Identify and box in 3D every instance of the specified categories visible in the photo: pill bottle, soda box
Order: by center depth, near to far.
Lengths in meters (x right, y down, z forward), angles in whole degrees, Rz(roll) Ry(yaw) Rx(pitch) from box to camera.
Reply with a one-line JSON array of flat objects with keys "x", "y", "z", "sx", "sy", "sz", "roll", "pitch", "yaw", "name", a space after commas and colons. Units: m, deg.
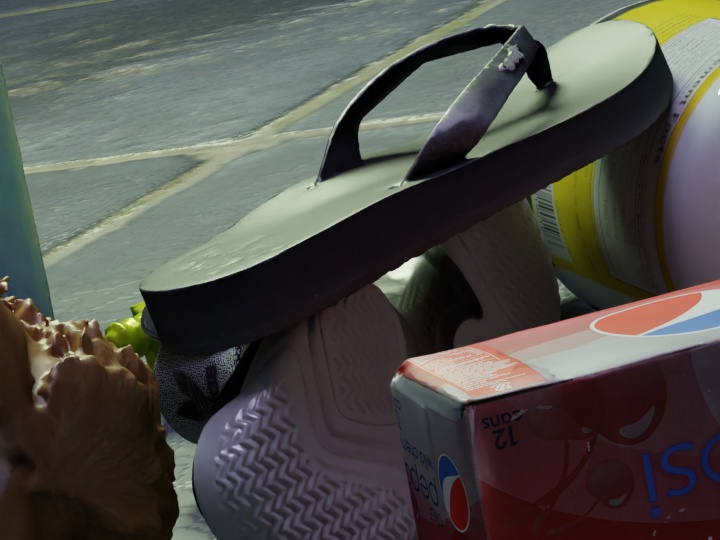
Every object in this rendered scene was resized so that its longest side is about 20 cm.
[{"x": 0.112, "y": 0.036, "z": 0.707, "sx": 0.199, "sy": 0.070, "sz": 0.063, "roll": -13, "pitch": 12, "yaw": -14, "name": "soda box"}, {"x": 0.130, "y": -0.023, "z": 0.866, "sx": 0.112, "sy": 0.113, "sz": 0.200, "roll": -14, "pitch": 13, "yaw": -15, "name": "pill bottle"}]

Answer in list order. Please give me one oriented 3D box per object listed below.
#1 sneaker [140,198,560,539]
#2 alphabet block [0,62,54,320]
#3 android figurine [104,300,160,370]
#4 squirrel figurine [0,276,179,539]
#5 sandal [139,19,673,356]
[{"x": -0.021, "y": 0.038, "z": 0.835, "sx": 0.113, "sy": 0.076, "sz": 0.200, "roll": -17, "pitch": 14, "yaw": 31, "name": "sneaker"}, {"x": -0.247, "y": -0.043, "z": 1.115, "sx": 0.196, "sy": 0.196, "sz": 0.200, "roll": -13, "pitch": 11, "yaw": -17, "name": "alphabet block"}, {"x": 0.000, "y": 0.000, "z": 1.017, "sx": 0.200, "sy": 0.041, "sz": 0.182, "roll": -19, "pitch": 5, "yaw": -39, "name": "android figurine"}, {"x": -0.160, "y": 0.058, "z": 0.787, "sx": 0.186, "sy": 0.142, "sz": 0.200, "roll": -14, "pitch": -8, "yaw": 44, "name": "squirrel figurine"}, {"x": 0.019, "y": -0.036, "z": 0.798, "sx": 0.076, "sy": 0.043, "sz": 0.200, "roll": -9, "pitch": 16, "yaw": 46, "name": "sandal"}]
